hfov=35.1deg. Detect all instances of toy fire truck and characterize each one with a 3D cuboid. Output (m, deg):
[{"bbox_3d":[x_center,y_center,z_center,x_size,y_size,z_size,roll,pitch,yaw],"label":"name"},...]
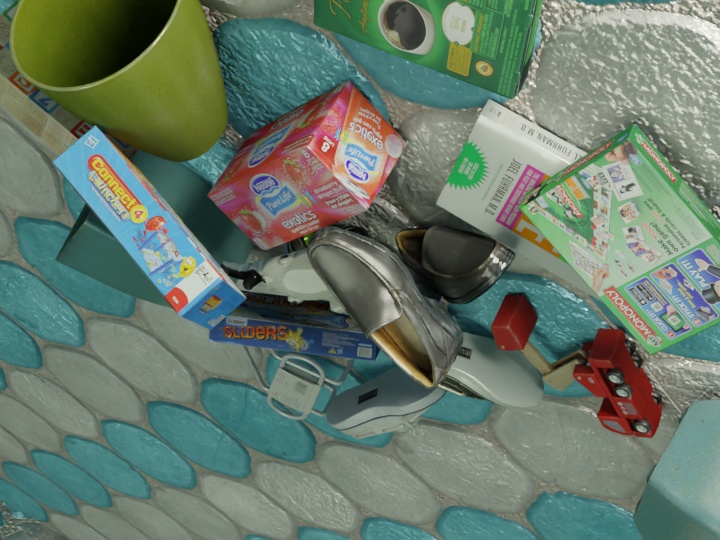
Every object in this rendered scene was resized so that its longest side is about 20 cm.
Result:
[{"bbox_3d":[0.246,0.111,1.285,0.140,0.049,0.201,1,138,40],"label":"toy fire truck"}]

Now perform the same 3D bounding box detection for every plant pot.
[{"bbox_3d":[-0.216,-0.202,1.140,0.185,0.189,0.200,13,159,26],"label":"plant pot"},{"bbox_3d":[-0.243,-0.040,1.403,0.199,0.142,0.141,32,149,-16],"label":"plant pot"},{"bbox_3d":[0.411,0.255,1.223,0.199,0.196,0.197,27,149,21],"label":"plant pot"}]

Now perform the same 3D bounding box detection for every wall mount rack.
[{"bbox_3d":[-0.105,0.127,1.585,0.172,0.075,0.201,26,148,0],"label":"wall mount rack"}]

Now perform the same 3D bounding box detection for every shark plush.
[{"bbox_3d":[-0.057,0.008,1.256,0.198,0.083,0.092,-13,103,19],"label":"shark plush"}]

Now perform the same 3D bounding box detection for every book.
[{"bbox_3d":[0.185,-0.068,1.098,0.198,0.048,0.134,29,143,4],"label":"book"}]

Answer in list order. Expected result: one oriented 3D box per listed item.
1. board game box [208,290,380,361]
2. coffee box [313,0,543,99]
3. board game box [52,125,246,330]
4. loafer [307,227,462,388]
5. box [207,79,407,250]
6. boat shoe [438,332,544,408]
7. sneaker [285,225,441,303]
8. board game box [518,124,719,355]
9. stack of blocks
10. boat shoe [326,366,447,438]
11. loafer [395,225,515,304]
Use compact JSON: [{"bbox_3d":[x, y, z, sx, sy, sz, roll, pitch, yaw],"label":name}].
[{"bbox_3d":[-0.069,0.065,1.368,0.197,0.135,0.035,6,102,6],"label":"board game box"},{"bbox_3d":[0.056,-0.233,0.969,0.198,0.044,0.124,22,147,13],"label":"coffee box"},{"bbox_3d":[-0.210,-0.036,1.170,0.196,0.056,0.200,50,176,5],"label":"board game box"},{"bbox_3d":[0.023,0.037,1.150,0.199,0.073,0.073,39,126,-12],"label":"loafer"},{"bbox_3d":[-0.059,-0.105,1.191,0.095,0.100,0.199,44,147,-21],"label":"box"},{"bbox_3d":[0.123,0.113,1.360,0.198,0.071,0.064,25,152,-7],"label":"boat shoe"},{"bbox_3d":[0.000,0.000,1.314,0.198,0.071,0.083,28,155,10],"label":"sneaker"},{"bbox_3d":[0.259,-0.023,1.041,0.200,0.029,0.134,46,134,-13],"label":"board game box"},{"bbox_3d":[-0.325,-0.203,1.261,0.199,0.116,0.059,40,148,-5],"label":"stack of blocks"},{"bbox_3d":[0.052,0.186,1.515,0.201,0.075,0.086,-27,129,35],"label":"boat shoe"},{"bbox_3d":[0.091,-0.012,1.187,0.072,0.073,0.200,46,161,-14],"label":"loafer"}]
